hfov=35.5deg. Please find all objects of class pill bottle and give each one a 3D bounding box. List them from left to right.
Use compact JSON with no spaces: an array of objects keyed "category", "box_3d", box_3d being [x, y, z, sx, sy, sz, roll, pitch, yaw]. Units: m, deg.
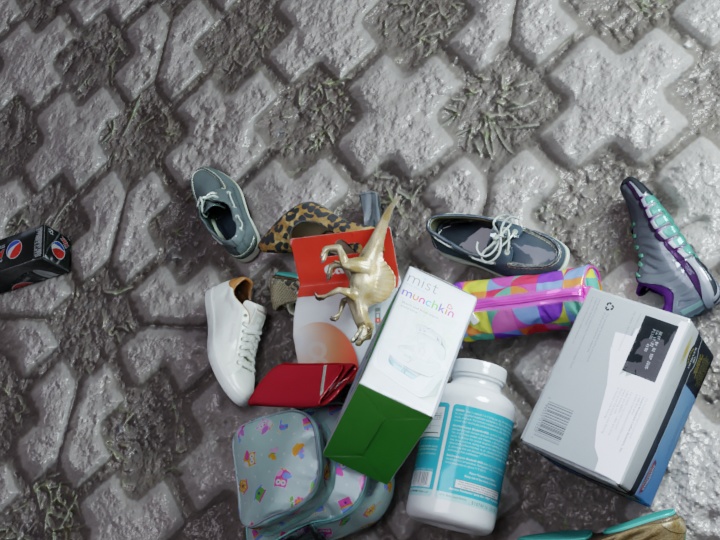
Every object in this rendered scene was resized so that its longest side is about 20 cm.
[{"category":"pill bottle","box_3d":[0.128,0.214,1.378,0.110,0.111,0.202,5,72,31]}]

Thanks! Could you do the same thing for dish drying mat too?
[{"category":"dish drying mat","box_3d":[-0.081,0.149,1.474,0.077,0.018,0.199,-50,22,-25]}]

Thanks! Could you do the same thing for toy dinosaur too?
[{"category":"toy dinosaur","box_3d":[0.000,0.000,1.473,0.100,0.058,0.202,9,80,16]}]

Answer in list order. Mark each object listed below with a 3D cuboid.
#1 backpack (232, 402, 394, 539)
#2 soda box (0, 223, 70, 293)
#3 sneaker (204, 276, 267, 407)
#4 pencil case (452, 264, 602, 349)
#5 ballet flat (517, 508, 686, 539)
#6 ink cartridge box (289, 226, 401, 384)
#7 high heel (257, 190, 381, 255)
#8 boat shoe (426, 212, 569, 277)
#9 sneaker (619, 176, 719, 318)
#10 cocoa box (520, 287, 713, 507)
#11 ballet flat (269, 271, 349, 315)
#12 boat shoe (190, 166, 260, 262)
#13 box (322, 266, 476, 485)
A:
[{"category":"backpack","box_3d":[-0.062,0.261,1.446,0.198,0.153,0.177,-19,56,14]},{"category":"soda box","box_3d":[-0.590,-0.013,1.906,0.198,0.071,0.064,-15,62,23]},{"category":"sneaker","box_3d":[-0.173,0.095,1.622,0.084,0.073,0.201,-27,57,20]},{"category":"pencil case","box_3d":[0.207,0.044,1.424,0.198,0.088,0.089,-10,65,25]},{"category":"ballet flat","box_3d":[0.276,0.325,1.285,0.198,0.068,0.073,-15,82,19]},{"category":"ink cartridge box","box_3d":[-0.019,0.052,1.511,0.161,0.050,0.202,-6,102,27]},{"category":"high heel","box_3d":[-0.058,-0.032,1.596,0.198,0.072,0.143,-19,43,13]},{"category":"boat shoe","box_3d":[0.178,-0.038,1.487,0.199,0.062,0.075,19,77,33]},{"category":"sneaker","box_3d":[0.355,-0.023,1.377,0.087,0.074,0.201,-37,57,16]},{"category":"cocoa box","box_3d":[0.300,0.147,1.297,0.133,0.131,0.201,20,80,34]},{"category":"ballet flat","box_3d":[-0.041,0.040,1.583,0.198,0.068,0.076,0,89,29]},{"category":"boat shoe","box_3d":[-0.218,-0.099,1.737,0.073,0.062,0.201,-39,56,9]},{"category":"box","box_3d":[0.047,0.128,1.339,0.096,0.200,0.177,24,56,0]}]
